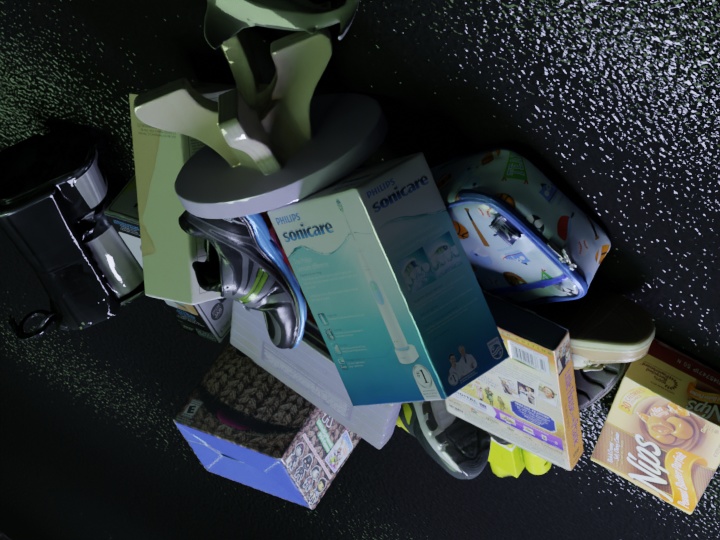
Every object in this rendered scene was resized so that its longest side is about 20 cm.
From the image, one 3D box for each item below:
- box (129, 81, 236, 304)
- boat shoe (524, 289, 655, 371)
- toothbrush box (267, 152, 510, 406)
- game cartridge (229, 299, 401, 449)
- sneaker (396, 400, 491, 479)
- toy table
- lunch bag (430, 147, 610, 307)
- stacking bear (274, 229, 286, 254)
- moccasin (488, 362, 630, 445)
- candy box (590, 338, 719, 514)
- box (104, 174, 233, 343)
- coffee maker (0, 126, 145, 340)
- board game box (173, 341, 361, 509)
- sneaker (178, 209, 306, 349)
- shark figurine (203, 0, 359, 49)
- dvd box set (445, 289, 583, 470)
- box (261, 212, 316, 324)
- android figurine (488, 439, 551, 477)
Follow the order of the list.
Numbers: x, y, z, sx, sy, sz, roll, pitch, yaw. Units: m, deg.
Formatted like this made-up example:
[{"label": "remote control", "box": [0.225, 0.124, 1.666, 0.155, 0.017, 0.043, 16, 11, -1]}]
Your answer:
[{"label": "box", "box": [-0.158, -0.075, 1.761, 0.078, 0.095, 0.201, 10, 106, 43]}, {"label": "boat shoe", "box": [0.190, 0.062, 1.696, 0.200, 0.073, 0.063, 4, 127, 41]}, {"label": "toothbrush box", "box": [0.023, 0.011, 1.617, 0.146, 0.085, 0.201, -12, 106, 55]}, {"label": "game cartridge", "box": [-0.046, 0.095, 1.867, 0.200, 0.038, 0.130, 35, 159, 11]}, {"label": "sneaker", "box": [0.066, 0.139, 1.892, 0.200, 0.074, 0.085, 58, 147, 28]}, {"label": "toy table", "box": [-0.090, -0.138, 1.614, 0.117, 0.199, 0.184, 62, -177, -36]}, {"label": "lunch bag", "box": [0.123, -0.028, 1.643, 0.160, 0.076, 0.200, 43, 154, -21]}, {"label": "stacking bear", "box": [0.000, 0.000, 1.804, 0.121, 0.114, 0.200, 14, 153, 32]}, {"label": "moccasin", "box": [0.198, 0.109, 1.788, 0.074, 0.078, 0.201, 49, 139, 7]}, {"label": "candy box", "box": [0.297, 0.151, 1.759, 0.115, 0.055, 0.200, 29, 154, 12]}, {"label": "box", "box": [-0.177, -0.032, 1.949, 0.060, 0.117, 0.200, 17, 151, 36]}, {"label": "coffee maker", "box": [-0.342, -0.036, 2.052, 0.135, 0.192, 0.200, 32, 158, 45]}, {"label": "board game box", "box": [-0.077, 0.137, 2.015, 0.159, 0.200, 0.097, 14, 147, 35]}, {"label": "sneaker", "box": [-0.112, 0.000, 1.727, 0.071, 0.083, 0.200, 47, 169, 50]}, {"label": "shark figurine", "box": [-0.087, -0.220, 1.553, 0.214, 0.090, 0.128, 26, 155, 22]}, {"label": "dvd box set", "box": [0.134, 0.095, 1.708, 0.146, 0.029, 0.200, 24, 150, 28]}, {"label": "box", "box": [-0.071, 0.000, 1.894, 0.099, 0.096, 0.200, 10, 145, 41]}, {"label": "android figurine", "box": [0.124, 0.159, 1.979, 0.182, 0.041, 0.200, 29, 160, 23]}]
